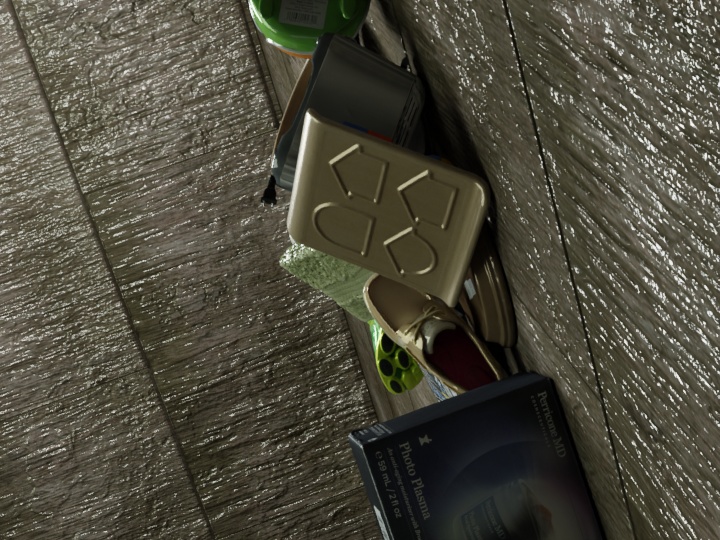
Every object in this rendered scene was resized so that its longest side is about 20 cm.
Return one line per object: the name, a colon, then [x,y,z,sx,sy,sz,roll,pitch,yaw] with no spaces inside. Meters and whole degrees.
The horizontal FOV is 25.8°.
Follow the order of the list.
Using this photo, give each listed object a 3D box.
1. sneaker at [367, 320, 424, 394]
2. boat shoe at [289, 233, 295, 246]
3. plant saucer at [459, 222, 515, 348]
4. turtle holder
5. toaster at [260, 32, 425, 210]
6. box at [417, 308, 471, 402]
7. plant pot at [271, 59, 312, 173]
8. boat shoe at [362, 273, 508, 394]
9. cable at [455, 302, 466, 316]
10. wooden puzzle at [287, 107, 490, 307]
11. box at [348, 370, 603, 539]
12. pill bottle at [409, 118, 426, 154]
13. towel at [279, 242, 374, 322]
sneaker: [0.039,0.056,1.996,0.084,0.073,0.202,-139,35,-84]
boat shoe: [0.011,-0.046,1.811,0.093,0.198,0.075,79,-157,-65]
plant saucer: [0.114,-0.010,1.651,0.200,0.029,0.202,161,90,-84]
turtle holder: [-0.062,-0.323,1.742,0.132,0.140,0.187,90,160,-76]
toaster: [-0.013,-0.141,1.654,0.114,0.128,0.201,101,-170,-82]
box: [0.106,0.108,1.809,0.162,0.049,0.200,59,172,-16]
plant pot: [-0.033,-0.195,1.961,0.201,0.092,0.202,-158,90,-77]
boat shoe: [0.083,0.069,1.655,0.200,0.074,0.069,41,175,10]
cable: [0.100,0.065,1.970,0.200,0.050,0.164,-128,19,-73]
wooden puzzle: [0.028,-0.067,1.563,0.046,0.199,0.186,-58,-11,-38]
box: [0.115,0.225,1.542,0.123,0.197,0.202,174,76,-83]
pill bottle: [0.019,-0.128,1.811,0.200,0.103,0.105,98,153,-80]
towel: [0.000,0.000,1.769,0.148,0.037,0.200,32,156,-19]
